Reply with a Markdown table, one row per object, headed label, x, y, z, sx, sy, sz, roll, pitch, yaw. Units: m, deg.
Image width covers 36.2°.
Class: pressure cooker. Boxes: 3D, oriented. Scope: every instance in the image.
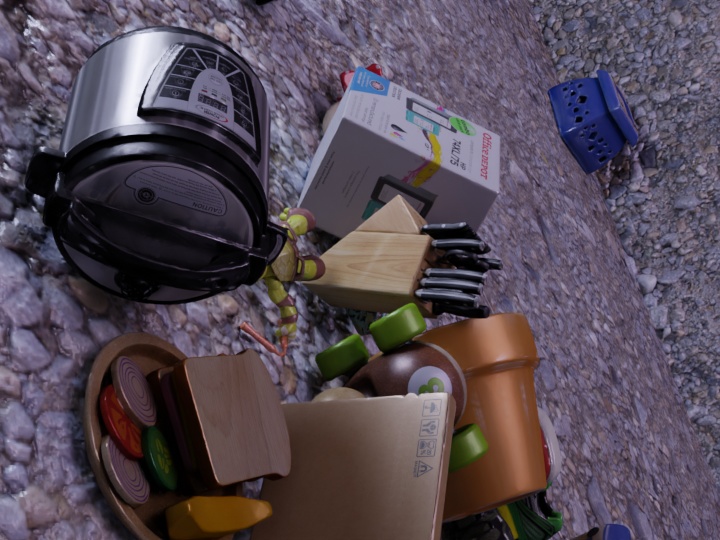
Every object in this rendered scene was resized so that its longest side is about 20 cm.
| label | x | y | z | sx | sy | sz | roll | pitch | yaw |
| --- | --- | --- | --- | --- | --- | --- | --- | --- | --- |
| pressure cooker | -0.154 | -0.070 | 0.874 | 0.180 | 0.173 | 0.202 | 66 | 16 | -45 |

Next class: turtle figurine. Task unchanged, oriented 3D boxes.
| label | x | y | z | sx | sy | sz | roll | pitch | yaw |
| --- | --- | --- | --- | --- | --- | --- | --- | --- | --- |
| turtle figurine | -0.089 | -0.024 | 1.116 | 0.202 | 0.064 | 0.161 | 64 | 22 | -2 |

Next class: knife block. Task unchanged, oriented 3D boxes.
| label | x | y | z | sx | sy | sz | roll | pitch | yaw |
| --- | --- | --- | --- | --- | --- | --- | --- | --- | --- |
| knife block | 0.049 | 0.017 | 1.168 | 0.064 | 0.199 | 0.177 | 40 | 19 | -45 |

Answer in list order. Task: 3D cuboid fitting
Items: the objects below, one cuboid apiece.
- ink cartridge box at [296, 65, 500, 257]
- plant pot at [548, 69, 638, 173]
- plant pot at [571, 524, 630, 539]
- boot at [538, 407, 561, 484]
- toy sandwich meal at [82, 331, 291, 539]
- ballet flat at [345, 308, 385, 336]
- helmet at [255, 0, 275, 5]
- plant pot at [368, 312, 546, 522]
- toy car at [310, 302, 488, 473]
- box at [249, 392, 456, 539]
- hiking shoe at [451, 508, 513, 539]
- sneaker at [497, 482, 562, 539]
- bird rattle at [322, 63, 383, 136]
| label | x | y | z | sx | sy | sz | roll | pitch | yaw |
| --- | --- | --- | --- | --- | --- | --- | --- | --- | --- |
| ink cartridge box | 0.048 | -0.112 | 1.304 | 0.198 | 0.147 | 0.147 | 24 | 33 | -8 |
| plant pot | 0.658 | -0.425 | 3.074 | 0.200 | 0.178 | 0.202 | 44 | 29 | -43 |
| plant pot | 0.273 | 0.429 | 1.285 | 0.181 | 0.199 | 0.200 | 52 | 25 | -12 |
| boot | 0.160 | 0.189 | 1.394 | 0.143 | 0.073 | 0.202 | -2 | 51 | -35 |
| toy sandwich meal | -0.130 | 0.129 | 0.856 | 0.205 | 0.070 | 0.207 | 49 | 27 | -35 |
| ballet flat | 0.000 | 0.000 | 1.313 | 0.075 | 0.074 | 0.201 | 54 | 23 | -25 |
| helmet | -0.089 | -0.450 | 1.389 | 0.200 | 0.189 | 0.202 | 48 | 26 | -34 |
| plant pot | 0.117 | 0.169 | 1.208 | 0.199 | 0.198 | 0.186 | 15 | 55 | -62 |
| toy car | 0.002 | 0.149 | 1.055 | 0.199 | 0.157 | 0.166 | -23 | 84 | -56 |
| box | -0.011 | 0.192 | 0.886 | 0.021 | 0.161 | 0.202 | 58 | 33 | -45 |
| hiking shoe | 0.119 | 0.279 | 1.285 | 0.100 | 0.076 | 0.201 | 40 | 24 | -25 |
| sneaker | 0.211 | 0.265 | 1.469 | 0.078 | 0.084 | 0.202 | -4 | 70 | -66 |
| bird rattle | 0.017 | -0.185 | 1.489 | 0.162 | 0.112 | 0.202 | -18 | 80 | -51 |
